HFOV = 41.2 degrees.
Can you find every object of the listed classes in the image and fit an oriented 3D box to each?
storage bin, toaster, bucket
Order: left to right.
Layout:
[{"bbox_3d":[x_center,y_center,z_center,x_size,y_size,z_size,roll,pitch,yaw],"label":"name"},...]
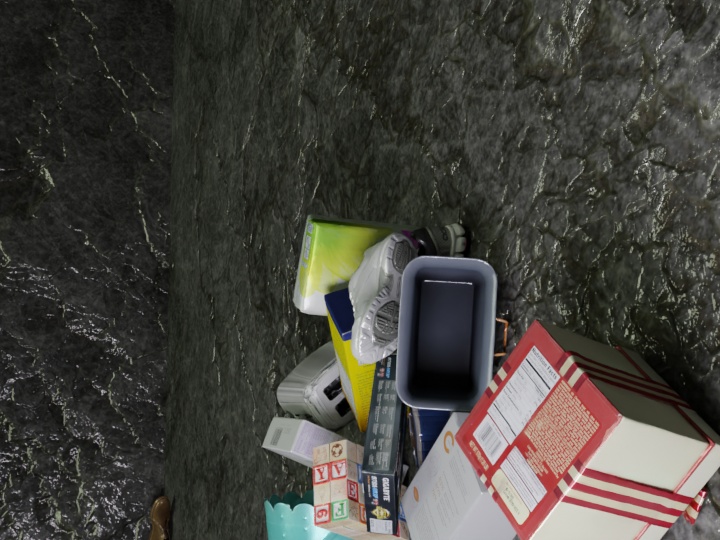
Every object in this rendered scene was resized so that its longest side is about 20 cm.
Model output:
[{"bbox_3d":[-0.064,0.443,1.599,0.207,0.207,0.135,161,107,-66],"label":"bucket"},{"bbox_3d":[-0.039,0.194,1.640,0.114,0.200,0.129,57,157,-13],"label":"toaster"},{"bbox_3d":[0.127,0.086,1.314,0.134,0.145,0.200,34,-121,-85],"label":"storage bin"}]

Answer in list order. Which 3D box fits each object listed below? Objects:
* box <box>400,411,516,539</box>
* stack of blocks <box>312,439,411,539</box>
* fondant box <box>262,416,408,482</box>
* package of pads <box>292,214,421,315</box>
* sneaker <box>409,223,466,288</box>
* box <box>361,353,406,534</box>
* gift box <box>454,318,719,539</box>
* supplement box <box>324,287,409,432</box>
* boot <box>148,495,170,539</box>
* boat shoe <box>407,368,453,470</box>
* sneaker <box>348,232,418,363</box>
[{"bbox_3d":[0.143,0.296,1.253,0.125,0.097,0.200,-108,31,-43],"label":"box"},{"bbox_3d":[0.010,0.336,1.417,0.058,0.200,0.115,-19,56,26],"label":"stack of blocks"},{"bbox_3d":[-0.043,0.302,1.557,0.144,0.200,0.058,-15,51,65],"label":"fondant box"},{"bbox_3d":[0.000,0.000,1.521,0.068,0.200,0.155,-131,49,-67],"label":"package of pads"},{"bbox_3d":[0.094,0.023,1.428,0.074,0.087,0.200,-130,50,-70],"label":"sneaker"},{"bbox_3d":[0.036,0.241,1.337,0.159,0.046,0.200,87,-171,-46],"label":"box"},{"bbox_3d":[0.223,0.181,0.963,0.200,0.187,0.185,-56,35,22],"label":"gift box"},{"bbox_3d":[0.023,0.129,1.471,0.109,0.109,0.200,-119,16,-53],"label":"supplement box"},{"bbox_3d":[-0.628,0.813,3.055,0.075,0.074,0.200,32,120,44],"label":"boot"},{"bbox_3d":[0.098,0.214,1.411,0.072,0.072,0.200,134,140,-69],"label":"boat shoe"},{"bbox_3d":[0.020,0.046,1.362,0.099,0.078,0.200,-18,45,47],"label":"sneaker"}]
